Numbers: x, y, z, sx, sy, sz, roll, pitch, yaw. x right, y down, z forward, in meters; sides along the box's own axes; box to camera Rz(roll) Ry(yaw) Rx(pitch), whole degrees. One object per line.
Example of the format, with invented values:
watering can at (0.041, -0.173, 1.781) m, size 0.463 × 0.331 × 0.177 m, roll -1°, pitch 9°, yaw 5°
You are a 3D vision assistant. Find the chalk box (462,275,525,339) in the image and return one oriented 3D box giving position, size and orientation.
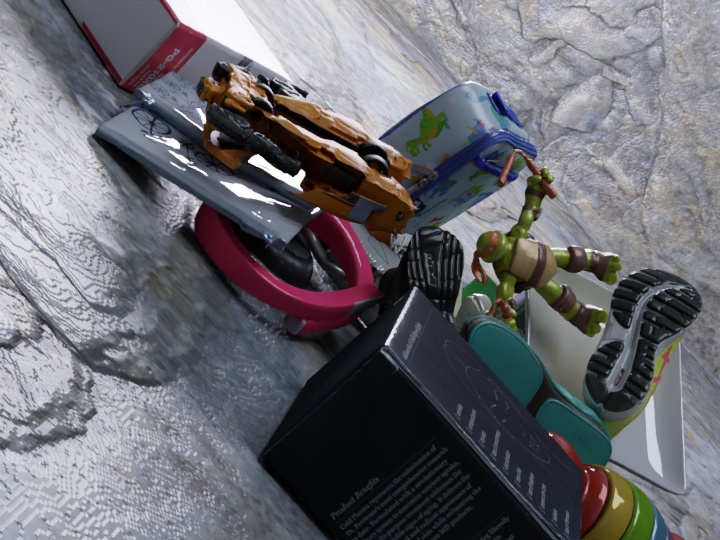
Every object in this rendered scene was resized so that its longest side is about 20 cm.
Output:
chalk box at (0.167, 0.095, 1.777) m, size 0.200 × 0.124 × 0.124 m, roll 50°, pitch 13°, yaw 0°

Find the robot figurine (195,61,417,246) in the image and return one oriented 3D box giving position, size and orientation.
robot figurine at (-0.049, -0.099, 1.447) m, size 0.198 × 0.059 × 0.145 m, roll 26°, pitch 24°, yaw -13°

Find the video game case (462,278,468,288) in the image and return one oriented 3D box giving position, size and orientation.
video game case at (0.099, 0.032, 1.965) m, size 0.200 × 0.023 × 0.183 m, roll 42°, pitch 14°, yaw -23°

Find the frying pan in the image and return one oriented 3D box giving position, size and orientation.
frying pan at (-0.072, -0.036, 1.583) m, size 0.115 × 0.031 × 0.190 m, roll 50°, pitch 16°, yaw 1°

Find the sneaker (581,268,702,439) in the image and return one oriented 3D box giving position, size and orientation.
sneaker at (0.249, 0.078, 1.628) m, size 0.078 × 0.091 × 0.200 m, roll 28°, pitch 50°, yaw 16°

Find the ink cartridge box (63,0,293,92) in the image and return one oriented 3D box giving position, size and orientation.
ink cartridge box at (-0.172, -0.220, 1.640) m, size 0.145 × 0.084 × 0.199 m, roll 55°, pitch 17°, yaw 26°

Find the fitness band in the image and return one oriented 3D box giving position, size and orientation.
fitness band at (-0.057, -0.015, 1.472) m, size 0.144 × 0.037 × 0.199 m, roll 52°, pitch 26°, yaw 17°

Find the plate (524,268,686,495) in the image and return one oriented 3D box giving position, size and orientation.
plate at (0.225, 0.100, 1.679) m, size 0.198 × 0.032 × 0.202 m, roll 27°, pitch 47°, yaw -25°

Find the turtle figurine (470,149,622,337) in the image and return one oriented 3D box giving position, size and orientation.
turtle figurine at (0.158, 0.005, 1.620) m, size 0.160 × 0.202 × 0.064 m, roll 23°, pitch -21°, yaw -31°

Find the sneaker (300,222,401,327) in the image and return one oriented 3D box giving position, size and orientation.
sneaker at (0.000, 0.000, 1.607) m, size 0.200 × 0.070 × 0.080 m, roll 47°, pitch 8°, yaw 0°

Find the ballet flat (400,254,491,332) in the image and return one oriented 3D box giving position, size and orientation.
ballet flat at (0.088, 0.041, 1.687) m, size 0.200 × 0.072 × 0.072 m, roll 35°, pitch 1°, yaw 44°

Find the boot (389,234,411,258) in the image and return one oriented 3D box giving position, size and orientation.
boot at (0.019, -0.036, 1.769) m, size 0.095 × 0.074 × 0.200 m, roll 37°, pitch 14°, yaw -16°

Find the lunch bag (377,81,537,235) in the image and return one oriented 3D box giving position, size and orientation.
lunch bag at (0.080, -0.102, 1.657) m, size 0.083 × 0.160 × 0.200 m, roll 58°, pitch 11°, yaw 10°

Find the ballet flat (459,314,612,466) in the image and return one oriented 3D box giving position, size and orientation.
ballet flat at (0.137, 0.107, 1.524) m, size 0.200 × 0.068 × 0.070 m, roll 43°, pitch -10°, yaw -26°

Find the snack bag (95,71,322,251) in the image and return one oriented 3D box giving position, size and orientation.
snack bag at (-0.113, -0.096, 1.461) m, size 0.187 × 0.022 × 0.200 m, roll 32°, pitch 22°, yaw 4°

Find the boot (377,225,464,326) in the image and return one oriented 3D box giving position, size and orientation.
boot at (0.038, 0.072, 1.487) m, size 0.067 × 0.131 × 0.202 m, roll 17°, pitch 64°, yaw -8°

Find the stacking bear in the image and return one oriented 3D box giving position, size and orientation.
stacking bear at (0.186, 0.214, 1.493) m, size 0.200 × 0.113 × 0.122 m, roll 45°, pitch 13°, yaw -28°

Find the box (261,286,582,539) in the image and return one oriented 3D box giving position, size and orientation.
box at (0.051, 0.138, 1.262) m, size 0.197 × 0.124 × 0.200 m, roll 49°, pitch 13°, yaw -3°
